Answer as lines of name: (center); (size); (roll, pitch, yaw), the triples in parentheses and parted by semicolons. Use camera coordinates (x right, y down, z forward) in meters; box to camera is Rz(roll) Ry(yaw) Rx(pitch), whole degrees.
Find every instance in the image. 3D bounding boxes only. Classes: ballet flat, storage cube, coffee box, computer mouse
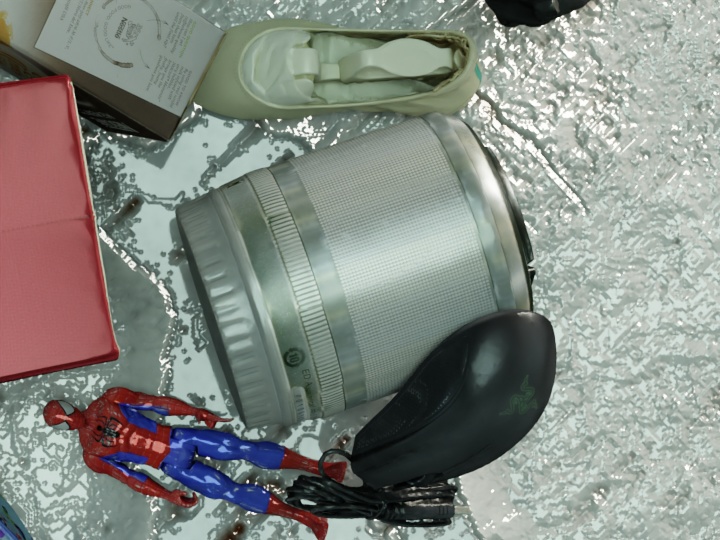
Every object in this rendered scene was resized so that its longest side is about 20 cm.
ballet flat: (-0.017, -0.134, 1.247); (0.198, 0.069, 0.070); (-2, 89, -7)
storage cube: (-0.252, -0.011, 1.151); (0.178, 0.200, 0.172); (-10, 89, -13)
coffee box: (-0.198, -0.163, 1.166); (0.199, 0.114, 0.080); (31, 83, -28)
computer mouse: (0.057, 0.105, 1.180); (0.138, 0.200, 0.053); (9, 43, -38)

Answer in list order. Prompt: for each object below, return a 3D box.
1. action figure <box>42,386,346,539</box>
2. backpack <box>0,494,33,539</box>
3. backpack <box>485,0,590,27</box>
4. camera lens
action figure: (-0.110, 0.120, 1.239); (0.199, 0.052, 0.066); (17, 91, -4)
backpack: (-0.279, 0.175, 1.137); (0.134, 0.200, 0.183); (-38, 92, -7)
backpack: (0.111, -0.272, 1.229); (0.166, 0.126, 0.201); (-33, 107, -32)
camera lens: (0.000, 0.000, 1.197); (0.199, 0.160, 0.161); (-19, 91, -7)
